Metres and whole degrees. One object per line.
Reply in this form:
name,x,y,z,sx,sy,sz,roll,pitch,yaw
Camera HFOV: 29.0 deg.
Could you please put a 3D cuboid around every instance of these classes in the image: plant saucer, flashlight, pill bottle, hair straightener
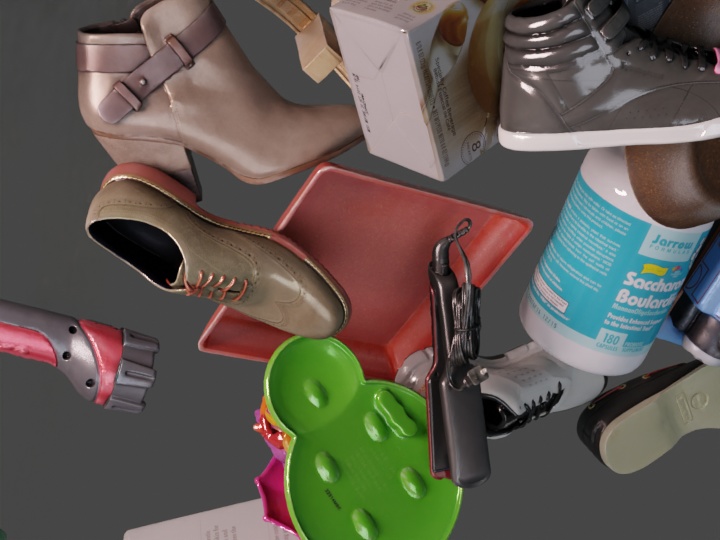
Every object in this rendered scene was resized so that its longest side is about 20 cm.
plant saucer,0.000,0.000,1.067,0.199,0.037,0.200,12,130,-33
flashlight,-0.259,0.060,1.073,0.199,0.068,0.068,14,121,-20
plant saucer,0.263,-0.119,0.970,0.200,0.037,0.202,-20,123,-34
pill bottle,0.207,-0.026,1.083,0.110,0.111,0.201,11,119,-17
hair straightener,0.080,0.063,1.025,0.041,0.077,0.202,-1,96,-26

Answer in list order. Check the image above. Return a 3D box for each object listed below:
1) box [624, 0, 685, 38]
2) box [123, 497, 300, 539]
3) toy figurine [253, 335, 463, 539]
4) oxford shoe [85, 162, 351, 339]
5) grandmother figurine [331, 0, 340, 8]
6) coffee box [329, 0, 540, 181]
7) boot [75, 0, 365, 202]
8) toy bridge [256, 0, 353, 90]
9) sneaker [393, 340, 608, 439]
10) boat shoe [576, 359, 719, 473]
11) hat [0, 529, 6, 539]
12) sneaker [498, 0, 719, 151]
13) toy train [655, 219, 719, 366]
box,0.231,-0.209,0.958,0.199,0.051,0.159,-31,127,-28
box,-0.099,0.338,1.196,0.170,0.199,0.201,-13,123,-2
toy figurine,-0.039,0.150,1.122,0.150,0.184,0.201,-38,98,-26
oxford shoe,-0.101,0.003,0.967,0.199,0.075,0.071,27,124,-4
grandmother figurine,0.040,-0.196,0.979,0.120,0.061,0.201,-13,121,6
coffee box,0.088,-0.165,0.939,0.200,0.080,0.115,-37,129,-26
boot,-0.099,-0.133,0.989,0.199,0.070,0.147,-21,112,-11
toy bridge,-0.029,-0.158,0.982,0.027,0.067,0.200,-42,118,16
sneaker,0.127,0.107,1.155,0.199,0.080,0.074,-4,124,-28
boat shoe,0.283,0.110,1.214,0.200,0.063,0.074,-23,113,-13
hat,-0.368,0.133,1.127,0.164,0.177,0.200,2,159,-15
sneaker,0.178,-0.136,0.866,0.198,0.071,0.100,-5,115,13
toy train,0.303,-0.013,1.108,0.086,0.114,0.201,19,115,-21
